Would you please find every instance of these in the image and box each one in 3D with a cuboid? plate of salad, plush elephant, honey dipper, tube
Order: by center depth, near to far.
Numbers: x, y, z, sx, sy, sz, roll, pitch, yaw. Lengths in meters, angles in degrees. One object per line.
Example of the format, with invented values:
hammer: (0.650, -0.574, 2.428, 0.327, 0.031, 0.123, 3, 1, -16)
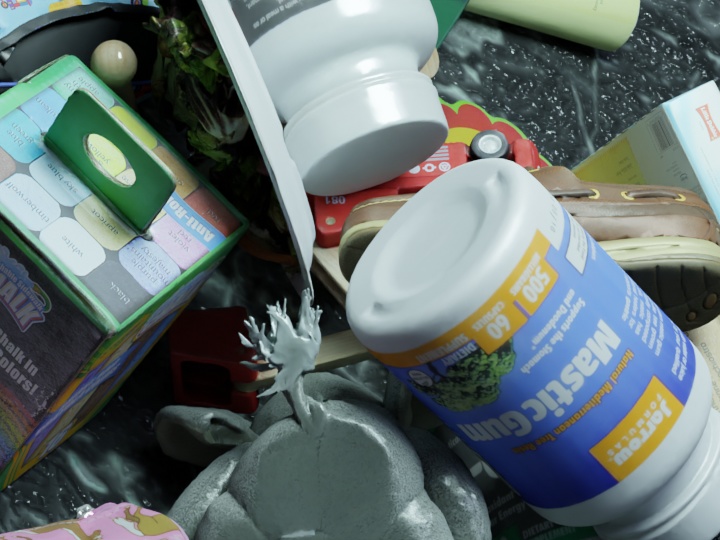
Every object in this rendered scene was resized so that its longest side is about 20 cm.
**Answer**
plate of salad: (-0.070, -0.072, 1.444, 0.048, 0.200, 0.200, -22, 62, -5)
plush elephant: (-0.018, 0.110, 1.456, 0.155, 0.164, 0.201, 4, 79, -85)
honey dipper: (-0.112, -0.064, 1.501, 0.038, 0.200, 0.038, 0, 69, 1)
tube: (0.082, -0.186, 1.894, 0.199, 0.052, 0.058, 14, 5, -25)

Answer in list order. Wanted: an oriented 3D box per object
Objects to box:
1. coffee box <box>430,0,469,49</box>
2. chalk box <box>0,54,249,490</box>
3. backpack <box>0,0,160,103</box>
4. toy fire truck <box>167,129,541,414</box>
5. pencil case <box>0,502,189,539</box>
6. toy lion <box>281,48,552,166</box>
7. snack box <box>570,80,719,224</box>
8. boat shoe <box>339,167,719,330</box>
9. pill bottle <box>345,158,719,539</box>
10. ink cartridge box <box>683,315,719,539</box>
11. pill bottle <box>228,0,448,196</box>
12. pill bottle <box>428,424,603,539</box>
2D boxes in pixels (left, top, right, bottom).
coffee box: (0.039, -0.234, 1.779, 0.123, 0.200, 0.044, 31, 16, -14)
chalk box: (-0.148, -0.008, 1.395, 0.124, 0.200, 0.124, 45, 37, 4)
backpack: (-0.192, -0.135, 1.534, 0.200, 0.135, 0.183, -5, 57, -45)
toy fire truck: (0.000, 0.000, 1.552, 0.199, 0.049, 0.141, -3, 54, -1)
pencil case: (-0.164, 0.155, 1.322, 0.200, 0.083, 0.086, -6, 24, -43)
toy lion: (0.040, -0.039, 1.711, 0.192, 0.069, 0.200, 47, 37, -6)
snack box: (0.178, -0.027, 1.694, 0.037, 0.200, 0.116, -24, 86, -15)
boat shoe: (0.086, -0.014, 1.506, 0.199, 0.072, 0.068, 4, 51, -10)
pill bottle: (0.096, 0.050, 1.421, 0.200, 0.112, 0.112, 44, 34, -25)
ink cartridge box: (0.199, 0.098, 1.603, 0.075, 0.165, 0.200, -24, 74, -16)
pill bottle: (-0.026, -0.145, 1.545, 0.111, 0.111, 0.200, -4, 65, -43)
pill bottle: (0.091, 0.094, 1.576, 0.113, 0.113, 0.200, 10, 47, -34)
